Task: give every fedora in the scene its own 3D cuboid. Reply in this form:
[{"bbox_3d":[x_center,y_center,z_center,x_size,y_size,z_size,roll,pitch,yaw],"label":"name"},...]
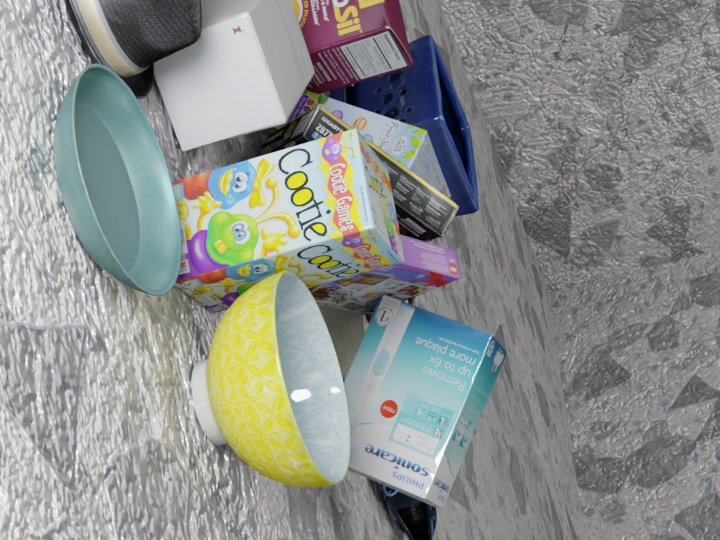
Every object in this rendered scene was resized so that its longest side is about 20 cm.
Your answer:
[{"bbox_3d":[-0.202,-0.262,1.337,0.201,0.091,0.201,-15,90,-77],"label":"fedora"}]

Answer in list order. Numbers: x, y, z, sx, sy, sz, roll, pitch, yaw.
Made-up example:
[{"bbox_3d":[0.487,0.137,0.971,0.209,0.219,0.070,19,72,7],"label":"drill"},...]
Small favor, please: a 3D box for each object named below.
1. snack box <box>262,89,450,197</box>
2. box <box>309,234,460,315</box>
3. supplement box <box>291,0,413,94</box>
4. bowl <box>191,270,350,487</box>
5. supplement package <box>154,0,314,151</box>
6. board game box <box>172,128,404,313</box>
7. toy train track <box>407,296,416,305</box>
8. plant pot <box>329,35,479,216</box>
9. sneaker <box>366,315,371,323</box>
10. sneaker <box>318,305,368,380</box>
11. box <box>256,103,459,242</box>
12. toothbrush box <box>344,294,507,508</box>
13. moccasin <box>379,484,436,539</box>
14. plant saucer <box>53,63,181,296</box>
[{"bbox_3d":[-0.004,-0.132,1.771,0.068,0.199,0.169,-62,158,-16],"label":"snack box"},{"bbox_3d":[0.000,0.000,1.657,0.200,0.137,0.039,14,60,-50],"label":"box"},{"bbox_3d":[-0.053,-0.292,1.765,0.103,0.199,0.131,48,29,-64],"label":"supplement box"},{"bbox_3d":[-0.091,0.110,1.355,0.200,0.107,0.201,-15,90,-77],"label":"bowl"},{"bbox_3d":[-0.132,-0.218,1.534,0.200,0.117,0.117,-72,145,-68],"label":"supplement package"},{"bbox_3d":[-0.074,-0.044,1.396,0.105,0.199,0.103,45,32,-65],"label":"board game box"},{"bbox_3d":[0.060,0.033,1.813,0.115,0.032,0.200,-100,-161,-46],"label":"toy train track"},{"bbox_3d":[0.059,-0.195,2.175,0.200,0.179,0.200,-92,162,-45],"label":"plant pot"},{"bbox_3d":[-0.009,0.003,1.870,0.200,0.077,0.085,-120,-157,-56],"label":"sneaker"},{"bbox_3d":[-0.023,0.075,1.800,0.085,0.075,0.201,-169,-123,-80],"label":"sneaker"},{"bbox_3d":[-0.008,-0.098,1.681,0.200,0.160,0.049,35,68,-16],"label":"box"},{"bbox_3d":[0.058,0.149,1.678,0.201,0.146,0.085,-66,157,-8],"label":"toothbrush box"},{"bbox_3d":[0.065,0.276,1.881,0.068,0.080,0.200,-107,173,-55],"label":"moccasin"},{"bbox_3d":[-0.207,-0.071,1.231,0.200,0.036,0.201,-16,90,-77],"label":"plant saucer"}]
